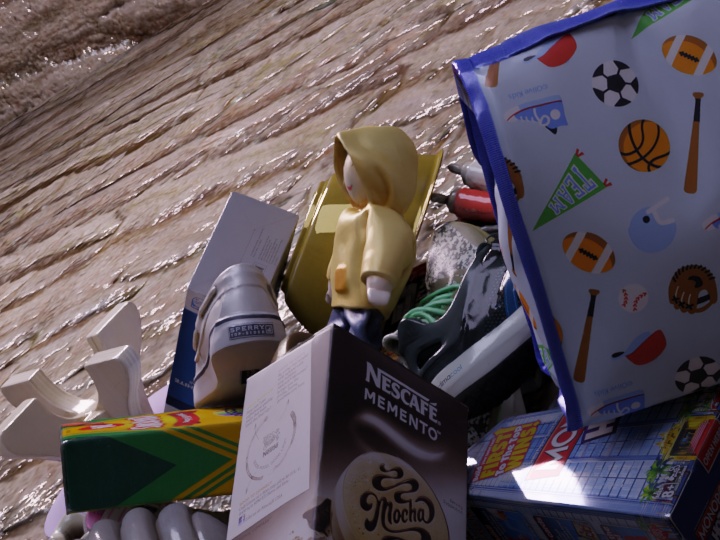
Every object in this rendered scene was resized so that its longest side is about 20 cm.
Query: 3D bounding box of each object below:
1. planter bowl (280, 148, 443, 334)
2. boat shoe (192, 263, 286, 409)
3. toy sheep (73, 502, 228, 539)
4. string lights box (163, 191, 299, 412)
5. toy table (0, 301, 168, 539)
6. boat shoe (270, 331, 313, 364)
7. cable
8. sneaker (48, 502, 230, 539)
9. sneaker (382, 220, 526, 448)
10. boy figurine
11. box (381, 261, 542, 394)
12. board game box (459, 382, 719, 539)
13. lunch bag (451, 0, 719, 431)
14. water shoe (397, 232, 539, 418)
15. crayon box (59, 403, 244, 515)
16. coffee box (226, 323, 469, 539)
[{"bbox_3d":[-0.009,-0.013,1.239,0.200,0.083,0.201,-160,90,-89],"label":"planter bowl"},{"bbox_3d":[-0.088,0.051,1.145,0.072,0.066,0.200,-7,-19,-5],"label":"boat shoe"},{"bbox_3d":[-0.133,0.215,1.024,0.199,0.138,0.138,-23,18,-6],"label":"toy sheep"},{"bbox_3d":[-0.105,0.043,1.284,0.200,0.059,0.103,109,-178,-53],"label":"string lights box"},{"bbox_3d":[-0.224,0.128,1.383,0.183,0.117,0.200,-22,23,35],"label":"toy table"},{"bbox_3d":[-0.035,0.135,1.005,0.064,0.071,0.201,-32,54,36],"label":"boat shoe"},{"bbox_3d":[0.143,-0.049,1.176,0.199,0.050,0.097,5,33,37],"label":"cable"},{"bbox_3d":[-0.153,0.198,1.141,0.200,0.088,0.081,-22,24,34],"label":"sneaker"},{"bbox_3d":[0.056,0.042,1.043,0.077,0.088,0.201,-35,43,35],"label":"sneaker"},{"bbox_3d":[0.000,0.000,1.094,0.124,0.064,0.201,-160,79,-76],"label":"boy figurine"},{"bbox_3d":[0.077,0.041,1.189,0.137,0.040,0.200,-26,22,26],"label":"box"},{"bbox_3d":[0.143,0.098,0.916,0.199,0.062,0.200,-15,28,44],"label":"board game box"},{"bbox_3d":[0.152,-0.044,0.851,0.169,0.201,0.124,-20,18,1],"label":"lunch bag"},{"bbox_3d":[0.105,-0.001,0.965,0.200,0.071,0.079,-42,62,3],"label":"water shoe"},{"bbox_3d":[-0.106,0.124,1.111,0.199,0.051,0.127,-5,0,-11],"label":"crayon box"},{"bbox_3d":[-0.007,0.146,0.874,0.080,0.113,0.201,-33,38,36],"label":"coffee box"}]
